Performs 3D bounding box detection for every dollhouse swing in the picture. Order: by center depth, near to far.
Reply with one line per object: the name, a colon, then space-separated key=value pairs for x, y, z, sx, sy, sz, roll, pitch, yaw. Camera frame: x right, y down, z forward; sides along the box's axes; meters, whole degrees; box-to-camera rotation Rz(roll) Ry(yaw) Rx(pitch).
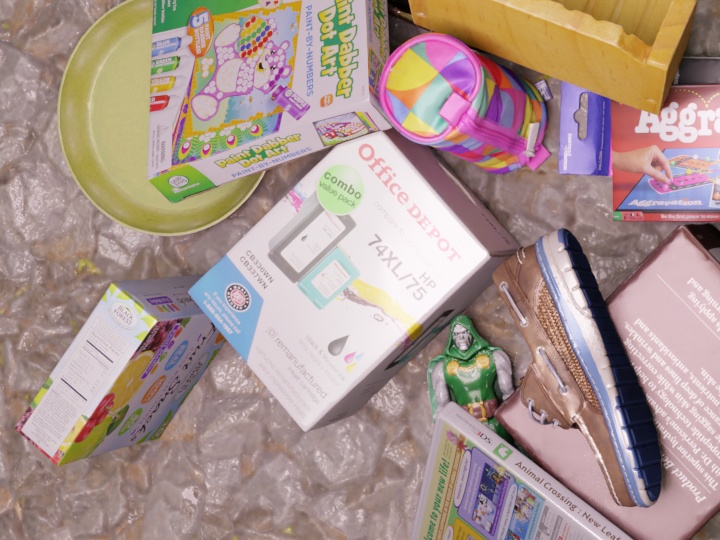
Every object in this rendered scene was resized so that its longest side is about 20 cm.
dollhouse swing: x=0.159 y=-0.238 z=1.453 sx=0.198 sy=0.182 sz=0.177 roll=22 pitch=83 yaw=9

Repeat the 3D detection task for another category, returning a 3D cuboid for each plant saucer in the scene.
plant saucer: x=-0.157 y=-0.130 z=1.655 sx=0.198 sy=0.031 sz=0.202 roll=1 pitch=93 yaw=17

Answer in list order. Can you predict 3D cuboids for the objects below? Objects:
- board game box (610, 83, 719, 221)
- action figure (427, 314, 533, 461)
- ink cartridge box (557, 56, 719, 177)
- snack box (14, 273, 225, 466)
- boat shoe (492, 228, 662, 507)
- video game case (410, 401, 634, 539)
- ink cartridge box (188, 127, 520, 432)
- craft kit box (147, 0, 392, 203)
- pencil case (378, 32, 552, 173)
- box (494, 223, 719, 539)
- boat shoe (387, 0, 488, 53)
board game box: x=0.285 y=-0.088 z=1.483 sx=0.198 sy=0.019 sz=0.104 roll=1 pitch=96 yaw=24
action figure: x=0.098 y=0.134 z=1.576 sx=0.117 sy=0.055 sz=0.202 roll=-13 pitch=91 yaw=6
ink cartridge box: x=0.249 y=-0.117 z=1.534 sx=0.198 sy=0.037 sz=0.096 roll=3 pitch=94 yaw=18
snack box: x=-0.178 y=0.075 z=1.580 sx=0.053 sy=0.200 sz=0.143 roll=39 pitch=102 yaw=12
boat shoe: x=0.150 y=0.076 z=1.385 sx=0.072 sy=0.072 sz=0.202 roll=-24 pitch=74 yaw=21
video game case: x=0.118 y=0.212 z=1.485 sx=0.182 sy=0.022 sz=0.201 roll=37 pitch=145 yaw=22
ink cartridge box: x=0.000 y=0.000 z=1.552 sx=0.200 sy=0.146 sz=0.147 roll=-44 pitch=81 yaw=12
craft kit box: x=-0.071 y=-0.170 z=1.529 sx=0.196 sy=0.049 sz=0.202 roll=-17 pitch=55 yaw=21
pencil case: x=0.084 y=-0.124 z=1.502 sx=0.088 sy=0.200 sz=0.089 roll=-2 pitch=85 yaw=23
box: x=0.237 y=0.090 z=1.476 sx=0.200 sy=0.164 sz=0.166 roll=-46 pitch=80 yaw=13
boat shoe: x=0.035 y=-0.237 z=1.574 sx=0.199 sy=0.068 sz=0.073 roll=26 pitch=100 yaw=15
